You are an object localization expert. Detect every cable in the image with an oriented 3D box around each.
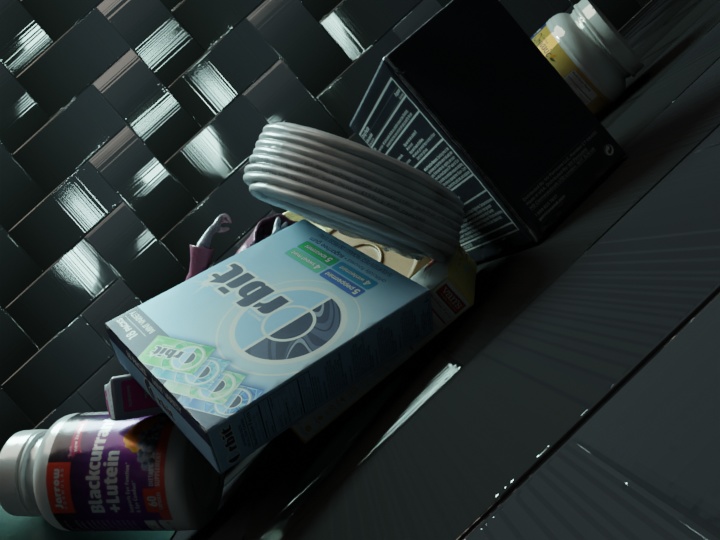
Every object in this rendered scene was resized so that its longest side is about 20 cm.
[{"bbox_3d":[-0.002,-0.066,0.657,0.199,0.198,0.070,22,91,55],"label":"cable"}]

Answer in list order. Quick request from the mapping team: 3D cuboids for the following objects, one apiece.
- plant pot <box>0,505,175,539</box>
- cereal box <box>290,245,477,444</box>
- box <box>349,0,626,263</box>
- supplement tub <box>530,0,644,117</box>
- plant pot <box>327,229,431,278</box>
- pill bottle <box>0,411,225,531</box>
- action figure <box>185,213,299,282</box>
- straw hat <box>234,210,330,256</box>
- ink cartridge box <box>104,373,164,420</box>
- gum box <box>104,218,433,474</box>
[{"bbox_3d":[-0.333,0.301,0.841,0.200,0.161,0.201,-42,2,2],"label":"plant pot"},{"bbox_3d":[0.022,0.060,0.698,0.200,0.040,0.144,-42,4,15],"label":"cereal box"},{"bbox_3d":[0.107,-0.127,0.714,0.123,0.199,0.200,-42,3,-11],"label":"box"},{"bbox_3d":[0.271,-0.258,1.040,0.200,0.145,0.144,-41,2,27],"label":"supplement tub"},{"bbox_3d":[0.000,0.000,0.858,0.198,0.028,0.202,-18,43,17],"label":"plant pot"},{"bbox_3d":[-0.242,0.194,0.732,0.197,0.113,0.111,-5,11,11],"label":"pill bottle"},{"bbox_3d":[-0.126,0.024,0.798,0.199,0.134,0.150,-25,27,26],"label":"action figure"},{"bbox_3d":[-0.084,0.024,0.991,0.199,0.085,0.203,-20,48,24],"label":"straw hat"},{"bbox_3d":[-0.124,0.100,0.681,0.198,0.043,0.119,-9,-7,-22],"label":"ink cartridge box"},{"bbox_3d":[-0.072,0.044,0.590,0.199,0.045,0.169,-30,39,-29],"label":"gum box"}]
